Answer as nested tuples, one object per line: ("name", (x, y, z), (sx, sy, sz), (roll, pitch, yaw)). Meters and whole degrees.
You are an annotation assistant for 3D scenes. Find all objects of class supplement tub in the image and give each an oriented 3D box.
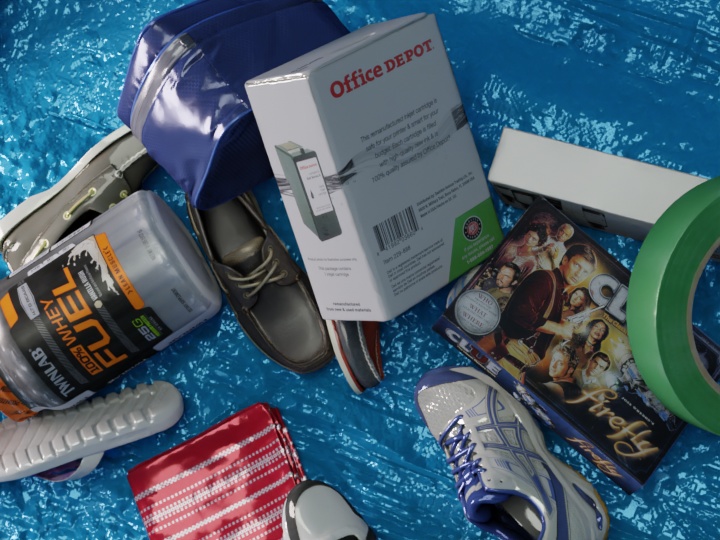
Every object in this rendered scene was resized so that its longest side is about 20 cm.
("supplement tub", (-0.225, 0.033, 1.538), (0.199, 0.123, 0.123), (-33, 73, 5))

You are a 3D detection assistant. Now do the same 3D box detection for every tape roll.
("tape roll", (0.298, 0.027, 1.397), (0.199, 0.048, 0.202), (-3, 98, -20))

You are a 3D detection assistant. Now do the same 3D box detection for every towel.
("towel", (-0.098, 0.224, 1.520), (0.144, 0.022, 0.201), (-26, 74, 8))

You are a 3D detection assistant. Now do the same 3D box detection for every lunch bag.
("lunch bag", (-0.093, -0.160, 1.518), (0.199, 0.136, 0.132), (-28, 69, -39))

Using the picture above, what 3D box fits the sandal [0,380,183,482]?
("sandal", (-0.241, 0.149, 1.552), (0.201, 0.083, 0.050), (-15, 118, 8))

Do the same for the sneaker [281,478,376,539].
("sneaker", (0.008, 0.247, 1.451), (0.073, 0.080, 0.201), (-25, 75, -27))

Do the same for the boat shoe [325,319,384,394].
("boat shoe", (0.000, 0.000, 1.523), (0.062, 0.071, 0.202), (-11, 72, 8))

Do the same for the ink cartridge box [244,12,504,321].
("ink cartridge box", (0.014, -0.081, 1.438), (0.084, 0.146, 0.201), (0, 113, 49))

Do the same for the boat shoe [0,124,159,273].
("boat shoe", (-0.224, -0.062, 1.586), (0.201, 0.072, 0.060), (-37, 74, 10))

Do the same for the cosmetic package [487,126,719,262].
("cosmetic package", (0.206, -0.058, 1.478), (0.199, 0.083, 0.051), (16, 85, 16))

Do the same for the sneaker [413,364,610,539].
("sneaker", (0.103, 0.151, 1.439), (0.200, 0.088, 0.076), (43, 128, 25))

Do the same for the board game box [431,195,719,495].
("board game box", (0.172, 0.056, 1.434), (0.200, 0.035, 0.136), (40, 66, 2))

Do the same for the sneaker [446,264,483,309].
("sneaker", (0.149, 0.078, 1.479), (0.072, 0.073, 0.200), (-40, 83, -27))

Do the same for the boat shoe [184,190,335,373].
("boat shoe", (-0.092, -0.001, 1.539), (0.074, 0.073, 0.200), (-37, 73, 3))
